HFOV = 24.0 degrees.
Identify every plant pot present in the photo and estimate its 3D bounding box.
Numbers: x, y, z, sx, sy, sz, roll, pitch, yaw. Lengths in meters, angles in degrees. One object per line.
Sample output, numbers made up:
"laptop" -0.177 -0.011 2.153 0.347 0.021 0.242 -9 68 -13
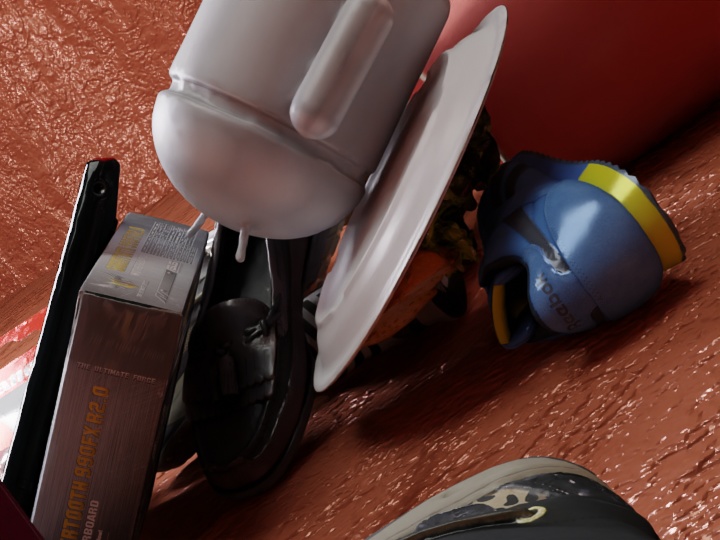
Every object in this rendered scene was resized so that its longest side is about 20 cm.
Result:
"plant pot" 0.115 -0.139 0.964 0.177 0.200 0.200 -44 10 -3

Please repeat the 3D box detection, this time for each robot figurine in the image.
"robot figurine" -0.030 -0.101 0.834 0.201 0.113 0.170 -65 15 -2

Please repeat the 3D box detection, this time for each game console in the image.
"game console" -0.155 0.058 0.863 0.177 0.031 0.201 133 150 -70

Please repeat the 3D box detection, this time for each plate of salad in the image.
"plate of salad" 0.030 -0.030 0.798 0.200 0.048 0.201 -155 90 -84

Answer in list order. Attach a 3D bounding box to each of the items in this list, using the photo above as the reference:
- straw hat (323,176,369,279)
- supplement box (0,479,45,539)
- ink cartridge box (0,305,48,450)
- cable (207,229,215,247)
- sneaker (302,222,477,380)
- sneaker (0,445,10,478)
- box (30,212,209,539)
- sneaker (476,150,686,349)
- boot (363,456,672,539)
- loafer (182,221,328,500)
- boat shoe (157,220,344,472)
"straw hat" -0.009 -0.073 1.150 0.085 0.202 0.201 -11 10 0
"supplement box" -0.210 0.123 0.692 0.103 0.200 0.131 -41 11 -38
"ink cartridge box" -0.242 0.093 1.156 0.162 0.050 0.200 -33 42 6
"cable" -0.132 0.035 1.275 0.200 0.069 0.200 -23 16 48
"sneaker" 0.000 0.000 0.966 0.115 0.076 0.201 -30 13 15
"sneaker" -0.216 0.151 0.950 0.105 0.075 0.200 -33 4 43
"box" -0.119 0.068 0.834 0.200 0.048 0.159 -97 20 -77
"sneaker" 0.075 -0.007 0.771 0.078 0.066 0.200 -39 10 -6
"boot" -0.002 0.113 0.382 0.203 0.074 0.154 -33 4 -10
"loafer" -0.062 0.021 0.872 0.072 0.063 0.201 -17 44 25
"boat shoe" -0.084 0.020 0.975 0.200 0.073 0.075 -54 -13 -7
